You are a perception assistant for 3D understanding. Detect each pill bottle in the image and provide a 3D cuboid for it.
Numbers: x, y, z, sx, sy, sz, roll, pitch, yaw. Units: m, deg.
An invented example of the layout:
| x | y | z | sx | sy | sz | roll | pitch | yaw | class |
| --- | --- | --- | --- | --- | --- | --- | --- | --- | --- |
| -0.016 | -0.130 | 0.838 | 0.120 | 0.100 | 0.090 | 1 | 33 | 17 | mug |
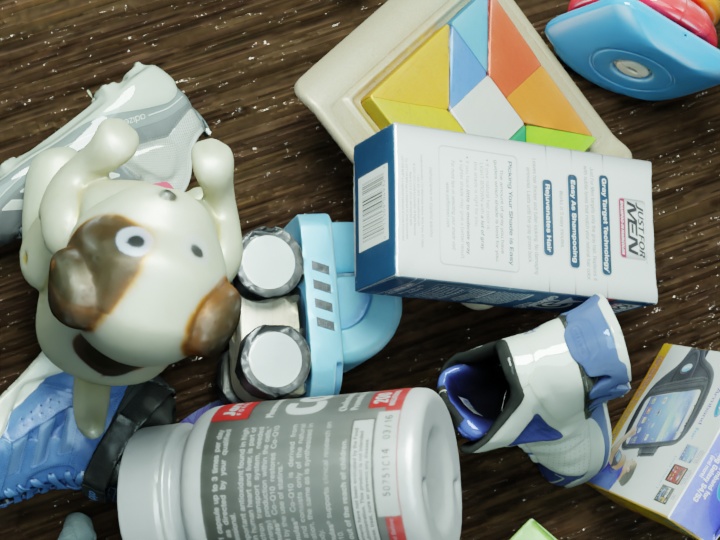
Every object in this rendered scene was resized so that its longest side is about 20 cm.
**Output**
| x | y | z | sx | sy | sz | roll | pitch | yaw | class |
| --- | --- | --- | --- | --- | --- | --- | --- | --- | --- |
| -0.044 | 0.138 | 1.055 | 0.198 | 0.114 | 0.115 | -6 | 91 | 16 | pill bottle |

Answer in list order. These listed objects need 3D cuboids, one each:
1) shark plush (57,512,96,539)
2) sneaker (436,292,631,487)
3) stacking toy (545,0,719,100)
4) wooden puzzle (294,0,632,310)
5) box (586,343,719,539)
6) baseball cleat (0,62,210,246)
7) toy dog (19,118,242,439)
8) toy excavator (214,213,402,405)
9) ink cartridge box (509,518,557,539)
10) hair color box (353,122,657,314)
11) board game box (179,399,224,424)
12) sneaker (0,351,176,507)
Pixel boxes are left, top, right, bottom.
| x | y | z | sx | sy | sz | roll | pitch | yaw | class |
| --- | --- | --- | --- | --- | --- | --- | --- | --- | --- |
| -0.194 | 0.217 | 1.073 | 0.083 | 0.200 | 0.092 | 16 | 93 | -34 | shark plush |
| 0.107 | 0.085 | 1.117 | 0.114 | 0.200 | 0.081 | -13 | 63 | -5 | sneaker |
| 0.218 | -0.230 | 1.184 | 0.115 | 0.110 | 0.201 | 25 | 75 | -23 | stacking toy |
| 0.078 | -0.102 | 1.147 | 0.200 | 0.037 | 0.185 | 49 | 62 | -6 | wooden puzzle |
| 0.222 | 0.113 | 1.124 | 0.041 | 0.200 | 0.120 | 32 | 85 | -7 | box |
| -0.188 | -0.050 | 1.128 | 0.200 | 0.070 | 0.107 | -41 | 94 | -6 | baseball cleat |
| -0.144 | 0.003 | 1.010 | 0.139 | 0.200 | 0.195 | 25 | 82 | -15 | toy dog |
| 0.000 | 0.000 | 1.149 | 0.198 | 0.100 | 0.196 | -1 | 78 | -17 | toy excavator |
| 0.092 | 0.256 | 1.121 | 0.076 | 0.200 | 0.148 | 43 | 82 | 15 | ink cartridge box |
| 0.095 | -0.029 | 1.091 | 0.199 | 0.060 | 0.101 | 6 | 76 | -26 | hair color box |
| -0.062 | 0.177 | 1.133 | 0.157 | 0.039 | 0.201 | -23 | 78 | -2 | board game box |
| -0.207 | 0.134 | 1.120 | 0.111 | 0.077 | 0.200 | 41 | 78 | 3 | sneaker |
